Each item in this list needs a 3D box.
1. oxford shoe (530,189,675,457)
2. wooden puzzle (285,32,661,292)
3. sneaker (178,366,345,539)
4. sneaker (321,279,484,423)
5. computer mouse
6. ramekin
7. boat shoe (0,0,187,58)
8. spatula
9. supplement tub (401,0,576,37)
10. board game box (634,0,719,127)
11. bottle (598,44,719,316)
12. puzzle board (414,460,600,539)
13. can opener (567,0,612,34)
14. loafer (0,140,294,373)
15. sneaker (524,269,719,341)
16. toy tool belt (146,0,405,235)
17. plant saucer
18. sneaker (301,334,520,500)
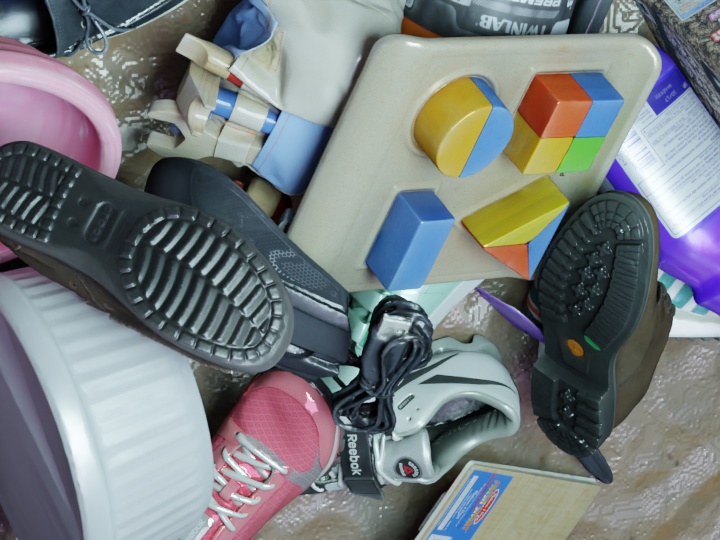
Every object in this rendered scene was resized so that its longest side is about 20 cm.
[{"bbox_3d":[0.155,0.018,1.693,0.084,0.073,0.201,-36,151,-33],"label":"oxford shoe"},{"bbox_3d":[0.068,-0.054,1.607,0.199,0.046,0.186,-1,132,-35],"label":"wooden puzzle"},{"bbox_3d":[-0.076,0.139,1.695,0.074,0.087,0.200,38,129,3],"label":"sneaker"},{"bbox_3d":[0.000,0.000,1.704,0.201,0.074,0.118,-48,127,-3],"label":"sneaker"},{"bbox_3d":[-0.056,0.015,1.577,0.053,0.200,0.139,-45,169,-31],"label":"computer mouse"},{"bbox_3d":[-0.161,0.084,1.629,0.094,0.202,0.204,-20,120,-21],"label":"ramekin"},{"bbox_3d":[-0.171,-0.155,1.582,0.199,0.062,0.075,-17,117,-11],"label":"boat shoe"},{"bbox_3d":[0.125,0.076,1.798,0.021,0.056,0.201,-42,132,-15],"label":"spatula"},{"bbox_3d":[0.078,-0.175,1.627,0.106,0.107,0.201,7,111,-21],"label":"supplement tub"},{"bbox_3d":[0.267,-0.110,1.667,0.097,0.200,0.160,-34,120,0],"label":"board game box"},{"bbox_3d":[0.205,-0.040,1.706,0.083,0.065,0.201,-38,96,-19],"label":"bottle"},{"bbox_3d":[0.060,0.209,1.826,0.150,0.017,0.201,14,114,-51],"label":"puzzle board"},{"bbox_3d":[0.147,-0.194,1.664,0.053,0.067,0.201,16,109,-23],"label":"can opener"},{"bbox_3d":[-0.123,-0.005,1.540,0.199,0.071,0.073,32,74,11],"label":"loafer"},{"bbox_3d":[0.204,-0.011,1.769,0.198,0.070,0.094,-4,121,-13],"label":"sneaker"},{"bbox_3d":[-0.066,-0.109,1.617,0.122,0.125,0.201,28,121,-8],"label":"toy tool belt"},{"bbox_3d":[-0.237,-0.070,1.568,0.199,0.051,0.201,-12,149,-7],"label":"plant saucer"},{"bbox_3d":[0.008,0.105,1.753,0.199,0.089,0.074,-22,121,-5],"label":"sneaker"}]
